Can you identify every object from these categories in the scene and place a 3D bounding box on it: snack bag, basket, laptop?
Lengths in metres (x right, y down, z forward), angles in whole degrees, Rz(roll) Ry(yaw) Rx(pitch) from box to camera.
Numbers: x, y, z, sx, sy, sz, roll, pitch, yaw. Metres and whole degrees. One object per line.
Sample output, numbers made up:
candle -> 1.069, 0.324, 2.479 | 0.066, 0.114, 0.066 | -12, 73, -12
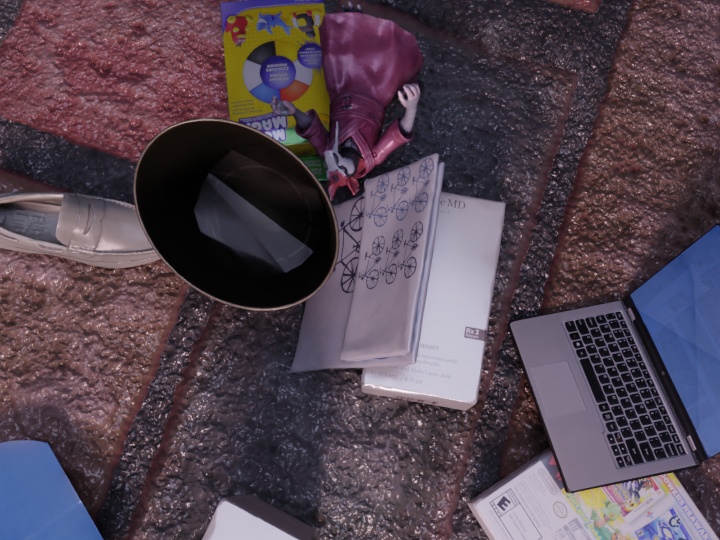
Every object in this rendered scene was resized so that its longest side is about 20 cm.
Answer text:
snack bag -> 0.000, 0.000, 0.762 | 0.021, 0.200, 0.189 | 20, 71, -32
basket -> -0.095, -0.052, 0.744 | 0.180, 0.200, 0.136 | 37, 95, -1
laptop -> 0.263, 0.078, 0.748 | 0.199, 0.116, 0.188 | -10, 53, -4

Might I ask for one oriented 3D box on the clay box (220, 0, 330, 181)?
clay box -> -0.085, -0.193, 0.869 | 0.114, 0.048, 0.201 | -7, 76, -4

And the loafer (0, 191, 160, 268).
loafer -> -0.284, -0.043, 0.814 | 0.199, 0.070, 0.070 | 2, 76, -1

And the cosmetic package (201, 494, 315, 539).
cosmetic package -> -0.096, 0.256, 0.681 | 0.081, 0.200, 0.113 | 27, 74, 4

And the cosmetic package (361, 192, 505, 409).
cosmetic package -> 0.071, 0.027, 0.796 | 0.112, 0.081, 0.201 | 8, 77, 2

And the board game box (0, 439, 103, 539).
board game box -> -0.319, 0.263, 0.757 | 0.158, 0.039, 0.200 | -36, 75, -5

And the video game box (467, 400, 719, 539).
video game box -> 0.231, 0.257, 0.770 | 0.182, 0.047, 0.200 | -31, 79, -7

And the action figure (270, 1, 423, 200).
action figure -> -0.010, -0.156, 0.806 | 0.133, 0.149, 0.201 | 11, 72, 3
